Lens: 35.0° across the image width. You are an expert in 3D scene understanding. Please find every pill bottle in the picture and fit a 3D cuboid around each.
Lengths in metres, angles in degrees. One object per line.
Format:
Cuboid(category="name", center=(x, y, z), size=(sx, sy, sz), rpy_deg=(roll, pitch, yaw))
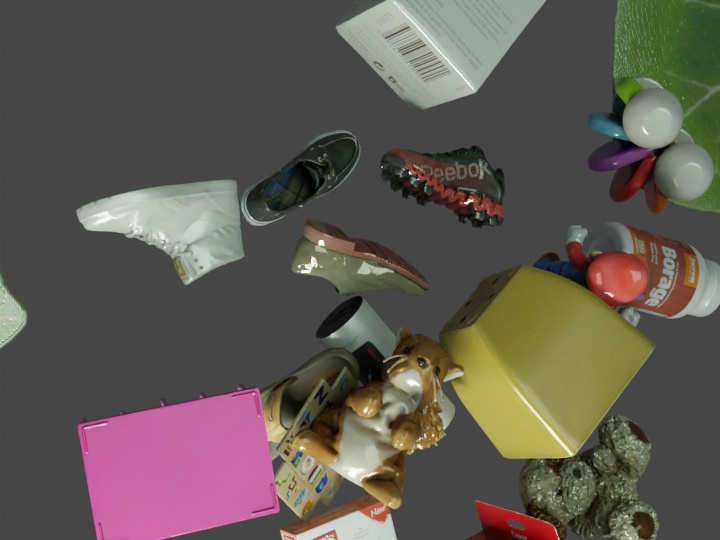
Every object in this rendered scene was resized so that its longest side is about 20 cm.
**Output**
Cuboid(category="pill bottle", center=(0.423, 0.006, 1.644), size=(0.198, 0.112, 0.113), rpy_deg=(14, 81, -25))

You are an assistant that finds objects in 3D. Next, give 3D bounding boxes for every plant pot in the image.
Cuboid(category="plant pot", center=(0.221, 0.107, 1.502), size=(0.200, 0.195, 0.194), rpy_deg=(45, 70, -8))

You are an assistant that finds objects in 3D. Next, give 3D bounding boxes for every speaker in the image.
Cuboid(category="speaker", center=(0.032, 0.129, 1.463), size=(0.081, 0.081, 0.200), rpy_deg=(-46, 107, -21))

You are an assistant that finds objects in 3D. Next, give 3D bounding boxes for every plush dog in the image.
Cuboid(category="plush dog", center=(0.299, 0.303, 1.574), size=(0.170, 0.161, 0.201), rpy_deg=(15, 52, -11))

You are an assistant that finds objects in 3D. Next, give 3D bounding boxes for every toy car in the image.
Cuboid(category="toy car", center=(0.401, -0.173, 1.636), size=(0.149, 0.175, 0.201), rpy_deg=(-31, 104, 13))

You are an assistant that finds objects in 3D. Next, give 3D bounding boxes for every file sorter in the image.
Cuboid(category="file sorter", center=(-0.210, 0.216, 1.296), size=(0.198, 0.125, 0.140), rpy_deg=(-10, 92, -14))

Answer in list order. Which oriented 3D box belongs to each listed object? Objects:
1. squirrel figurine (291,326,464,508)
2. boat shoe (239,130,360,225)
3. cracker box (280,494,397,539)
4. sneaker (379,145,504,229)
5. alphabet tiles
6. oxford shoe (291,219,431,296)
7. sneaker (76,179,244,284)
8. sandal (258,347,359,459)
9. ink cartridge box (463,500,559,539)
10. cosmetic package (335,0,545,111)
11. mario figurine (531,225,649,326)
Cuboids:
Cuboid(category="squirrel figurine", center=(0.036, 0.163, 1.348), size=(0.141, 0.200, 0.188), rpy_deg=(30, 85, 12))
Cuboid(category="boat shoe", center=(-0.064, -0.117, 1.430), size=(0.200, 0.056, 0.069), rpy_deg=(-38, 105, -32))
Cuboid(category="cracker box", center=(-0.011, 0.401, 1.439), size=(0.133, 0.058, 0.202), rpy_deg=(-16, 94, -27))
Cuboid(category="sneaker", center=(0.115, -0.130, 1.522), size=(0.199, 0.071, 0.099), rpy_deg=(21, 79, -26))
Cuboid(category="alphabet tiles", center=(-0.044, 0.213, 1.389), size=(0.167, 0.006, 0.200), rpy_deg=(-57, 151, -18))
Cuboid(category="oxford shoe", center=(0.000, 0.000, 1.471), size=(0.199, 0.071, 0.074), rpy_deg=(23, 103, -24))
Cuboid(category="sneaker", center=(-0.228, -0.039, 1.345), size=(0.198, 0.074, 0.117), rpy_deg=(-10, 89, -28))
Cuboid(category="sandal", center=(-0.083, 0.171, 1.392), size=(0.199, 0.054, 0.081), rpy_deg=(-38, 106, 0))
Cuboid(category="ink cartridge box", center=(0.187, 0.403, 1.457), size=(0.083, 0.200, 0.177), rpy_deg=(-19, 96, -25))
Cuboid(category="cosmetic package", center=(0.109, -0.343, 1.477), size=(0.165, 0.165, 0.200), rpy_deg=(44, 70, -18))
Cuboid(category="mario figurine", center=(0.324, 0.009, 1.546), size=(0.123, 0.200, 0.106), rpy_deg=(37, 73, -20))
